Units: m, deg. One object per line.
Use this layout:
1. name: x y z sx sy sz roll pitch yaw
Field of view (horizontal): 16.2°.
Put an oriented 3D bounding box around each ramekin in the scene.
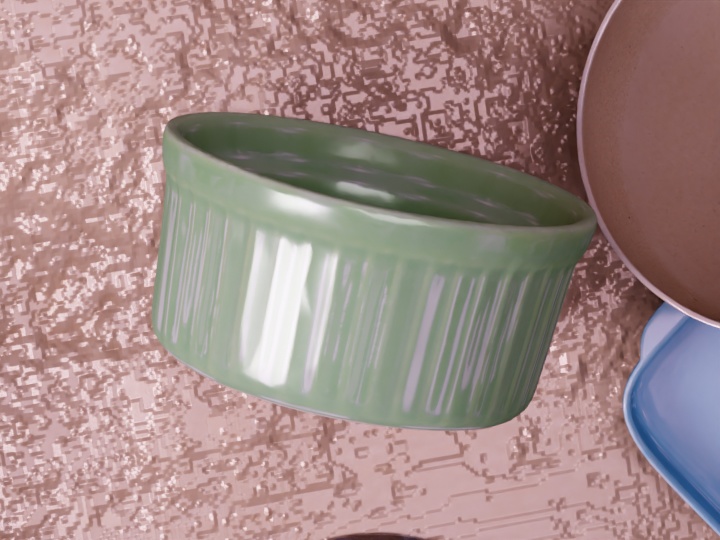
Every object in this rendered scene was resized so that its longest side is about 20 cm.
1. ramekin: 0.000 0.000 1.142 0.199 0.200 0.098 10 102 -10

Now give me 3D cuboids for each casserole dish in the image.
1. casserole dish: 0.214 0.084 1.261 0.200 0.039 0.121 44 88 -10

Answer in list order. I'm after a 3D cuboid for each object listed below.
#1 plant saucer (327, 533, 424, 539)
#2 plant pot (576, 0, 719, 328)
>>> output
1. plant saucer: 0.006 0.232 1.247 0.199 0.032 0.201 -1 95 -8
2. plant pot: 0.217 -0.061 1.182 0.199 0.134 0.201 -4 81 24
